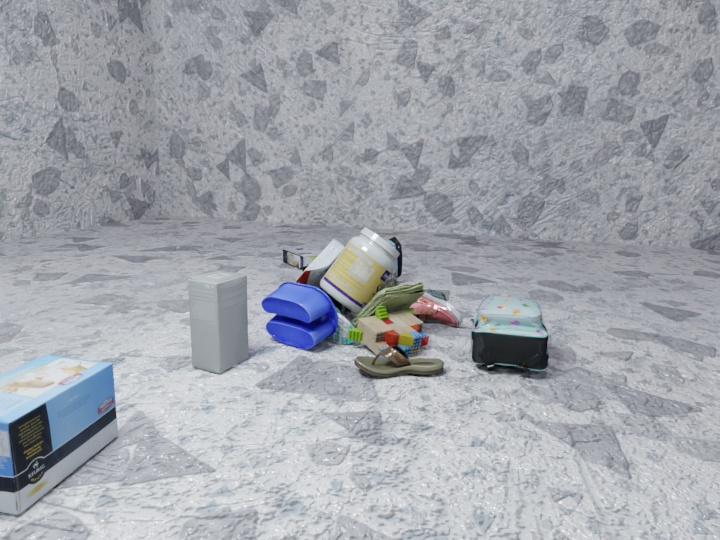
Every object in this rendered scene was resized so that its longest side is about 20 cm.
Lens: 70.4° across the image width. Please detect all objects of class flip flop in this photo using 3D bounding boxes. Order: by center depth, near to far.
[{"bbox_3d":[0.085,0.193,1.113,0.198,0.058,0.081,1,12,-4],"label":"flip flop"}]

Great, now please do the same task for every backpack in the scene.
[{"bbox_3d":[0.346,0.140,1.194,0.174,0.155,0.200,0,5,15],"label":"backpack"},{"bbox_3d":[0.056,-0.017,1.856,0.198,0.164,0.154,-8,29,-14],"label":"backpack"}]

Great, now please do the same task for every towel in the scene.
[{"bbox_3d":[0.071,0.094,1.341,0.148,0.200,0.037,-6,59,-35],"label":"towel"}]

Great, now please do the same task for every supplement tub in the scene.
[{"bbox_3d":[0.000,0.000,1.385,0.145,0.201,0.145,37,0,0],"label":"supplement tub"}]

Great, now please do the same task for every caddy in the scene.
[{"bbox_3d":[-0.147,0.106,1.259,0.199,0.142,0.105,10,27,32],"label":"caddy"}]

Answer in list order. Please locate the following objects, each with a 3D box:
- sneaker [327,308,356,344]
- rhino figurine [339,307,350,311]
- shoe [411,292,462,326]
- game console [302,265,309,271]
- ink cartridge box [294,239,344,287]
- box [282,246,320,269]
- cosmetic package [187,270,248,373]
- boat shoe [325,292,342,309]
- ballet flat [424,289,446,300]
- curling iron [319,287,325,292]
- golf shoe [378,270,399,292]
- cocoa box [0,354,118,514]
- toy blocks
[{"bbox_3d":[-0.073,0.124,1.326,0.199,0.078,0.091,26,22,31],"label":"sneaker"},{"bbox_3d":[-0.053,0.080,1.536,0.059,0.088,0.200,-7,15,-32],"label":"rhino figurine"},{"bbox_3d":[0.190,0.120,1.461,0.091,0.072,0.200,-39,51,-25],"label":"shoe"},{"bbox_3d":[-0.060,0.012,1.677,0.199,0.117,0.176,-10,7,21],"label":"game console"},{"bbox_3d":[-0.130,0.023,1.436,0.047,0.200,0.160,37,-26,4],"label":"ink cartridge box"},{"bbox_3d":[-0.238,-0.053,2.175,0.116,0.061,0.200,-6,15,-32],"label":"box"},{"bbox_3d":[-0.307,0.109,1.115,0.090,0.202,0.107,9,12,23],"label":"cosmetic package"},{"bbox_3d":[-0.132,0.111,1.428,0.199,0.085,0.069,-20,2,-25],"label":"boat shoe"},{"bbox_3d":[0.172,0.090,1.567,0.198,0.075,0.074,1,12,-6],"label":"ballet flat"},{"bbox_3d":[-0.113,0.059,1.537,0.050,0.026,0.200,-44,6,-39],"label":"curling iron"},{"bbox_3d":[0.058,0.060,1.475,0.096,0.079,0.200,-9,10,10],"label":"golf shoe"},{"bbox_3d":[-0.471,0.221,0.735,0.132,0.132,0.200,4,13,10],"label":"cocoa box"},{"bbox_3d":[0.090,0.158,1.238,0.199,0.101,0.137,-8,27,-35],"label":"toy blocks"}]
